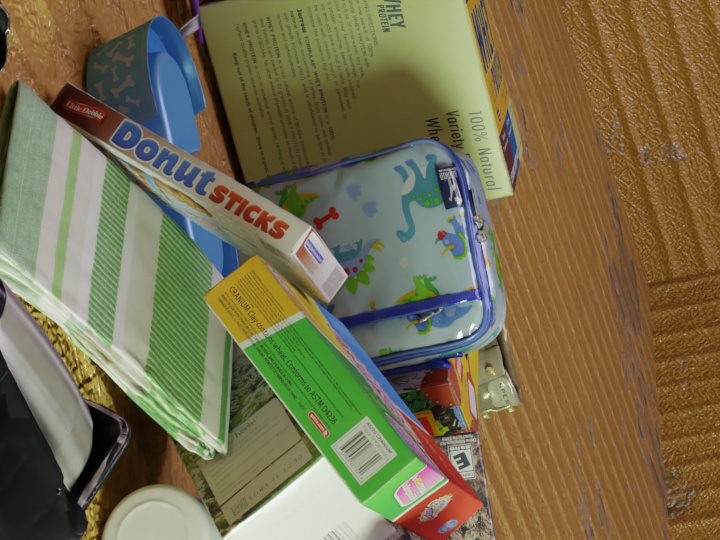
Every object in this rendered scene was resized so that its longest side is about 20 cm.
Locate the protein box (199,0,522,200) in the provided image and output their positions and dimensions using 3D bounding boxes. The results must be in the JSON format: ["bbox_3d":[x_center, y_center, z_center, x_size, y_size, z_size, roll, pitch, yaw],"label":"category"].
[{"bbox_3d":[0.004,-0.146,1.817,0.135,0.199,0.199,-69,145,-71],"label":"protein box"}]

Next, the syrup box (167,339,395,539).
[{"bbox_3d":[-0.061,0.105,1.414,0.081,0.079,0.200,49,3,-34],"label":"syrup box"}]

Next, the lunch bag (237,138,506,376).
[{"bbox_3d":[0.000,0.000,1.684,0.082,0.199,0.161,9,70,-75],"label":"lunch bag"}]

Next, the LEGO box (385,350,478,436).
[{"bbox_3d":[0.010,0.054,1.793,0.200,0.148,0.077,-88,161,-47],"label":"LEGO box"}]

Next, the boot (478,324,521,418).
[{"bbox_3d":[0.054,0.122,1.901,0.072,0.154,0.201,64,19,-47],"label":"boot"}]

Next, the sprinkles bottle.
[{"bbox_3d":[-0.092,0.185,1.433,0.200,0.068,0.068,49,32,-65],"label":"sprinkles bottle"}]

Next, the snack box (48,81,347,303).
[{"bbox_3d":[-0.098,-0.047,1.401,0.024,0.200,0.072,-54,152,-9],"label":"snack box"}]

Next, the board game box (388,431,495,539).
[{"bbox_3d":[0.012,0.223,1.583,0.097,0.159,0.201,112,-30,-74],"label":"board game box"}]

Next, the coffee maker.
[{"bbox_3d":[-0.198,0.050,0.964,0.192,0.134,0.200,-85,158,-49],"label":"coffee maker"}]

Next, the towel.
[{"bbox_3d":[-0.142,0.002,1.354,0.200,0.023,0.153,43,31,-33],"label":"towel"}]

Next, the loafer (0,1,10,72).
[{"bbox_3d":[-0.208,-0.122,1.201,0.073,0.071,0.200,64,19,-46],"label":"loafer"}]

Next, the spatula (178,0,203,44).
[{"bbox_3d":[-0.129,-0.158,1.669,0.200,0.020,0.057,-82,169,-50],"label":"spatula"}]

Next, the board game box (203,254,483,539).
[{"bbox_3d":[-0.006,0.079,1.372,0.153,0.040,0.200,52,3,18],"label":"board game box"}]

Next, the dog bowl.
[{"bbox_3d":[-0.130,-0.063,1.528,0.111,0.049,0.201,-26,104,-76],"label":"dog bowl"}]
